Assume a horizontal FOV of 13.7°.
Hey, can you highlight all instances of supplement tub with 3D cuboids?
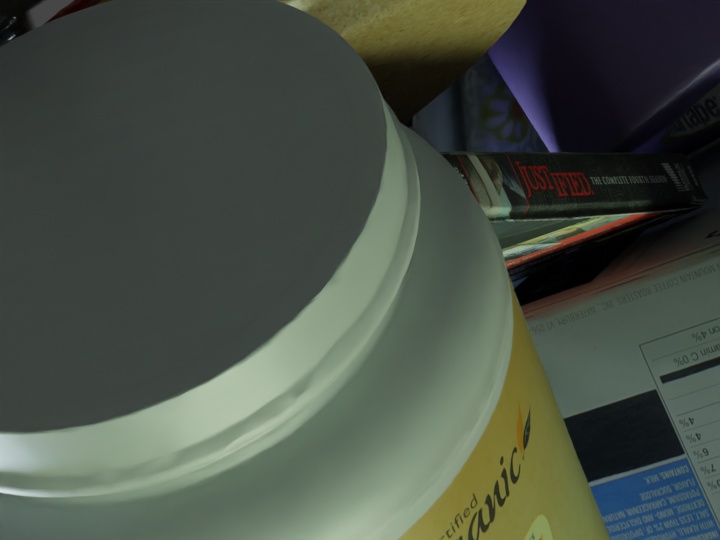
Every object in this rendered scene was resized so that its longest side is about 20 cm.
[{"bbox_3d":[-0.024,0.049,0.681,0.144,0.144,0.200,-31,135,-7],"label":"supplement tub"}]

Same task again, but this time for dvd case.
[{"bbox_3d":[0.000,0.000,0.839,0.146,0.022,0.200,-22,174,24],"label":"dvd case"}]

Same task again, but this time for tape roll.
[{"bbox_3d":[0.128,-0.111,0.925,0.200,0.085,0.200,-32,172,-5],"label":"tape roll"}]

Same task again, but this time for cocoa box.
[{"bbox_3d":[0.140,0.030,0.950,0.133,0.132,0.200,-21,-171,31],"label":"cocoa box"}]

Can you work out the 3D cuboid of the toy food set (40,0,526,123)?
[{"bbox_3d":[-0.035,-0.050,0.789,0.198,0.049,0.200,-35,172,20],"label":"toy food set"}]

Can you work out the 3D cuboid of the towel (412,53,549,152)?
[{"bbox_3d":[0.073,0.002,1.062,0.048,0.201,0.171,0,-170,30],"label":"towel"}]

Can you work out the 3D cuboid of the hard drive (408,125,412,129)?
[{"bbox_3d":[-0.007,-0.005,1.219,0.200,0.042,0.135,-36,172,25],"label":"hard drive"}]
